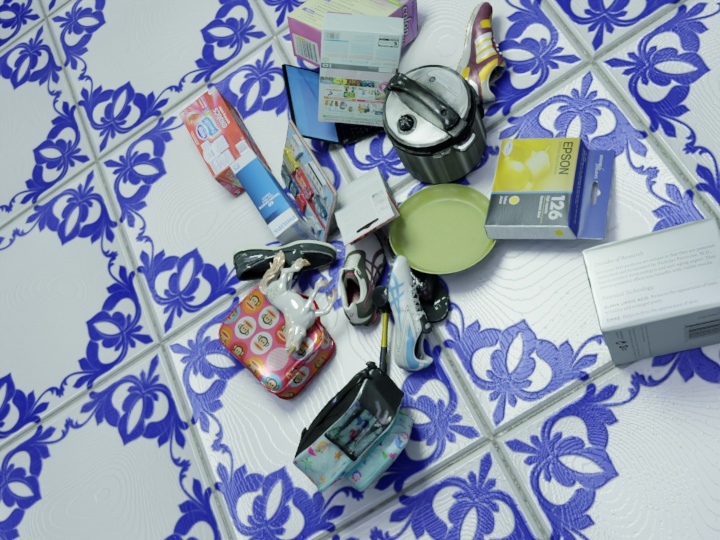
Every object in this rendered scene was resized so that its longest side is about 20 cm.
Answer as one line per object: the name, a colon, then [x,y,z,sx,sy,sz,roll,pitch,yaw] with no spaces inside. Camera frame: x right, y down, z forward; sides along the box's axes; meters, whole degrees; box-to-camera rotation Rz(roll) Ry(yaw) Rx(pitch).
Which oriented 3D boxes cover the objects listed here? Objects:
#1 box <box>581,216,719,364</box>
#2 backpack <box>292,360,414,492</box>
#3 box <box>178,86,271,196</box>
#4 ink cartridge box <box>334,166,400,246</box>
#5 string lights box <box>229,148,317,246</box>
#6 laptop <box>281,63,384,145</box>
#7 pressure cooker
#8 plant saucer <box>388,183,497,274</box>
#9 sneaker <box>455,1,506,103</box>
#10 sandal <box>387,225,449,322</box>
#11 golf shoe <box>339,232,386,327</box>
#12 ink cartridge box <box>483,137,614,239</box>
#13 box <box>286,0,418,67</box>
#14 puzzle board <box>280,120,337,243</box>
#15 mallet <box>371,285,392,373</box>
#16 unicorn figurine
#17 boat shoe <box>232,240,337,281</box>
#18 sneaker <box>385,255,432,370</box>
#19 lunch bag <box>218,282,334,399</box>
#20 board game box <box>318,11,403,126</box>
box: [0.453,0.038,1.264,0.198,0.199,0.132,-15,65,17]
backpack: [-0.013,0.271,1.380,0.200,0.178,0.151,-42,89,10]
box: [-0.281,-0.267,1.739,0.099,0.095,0.201,-35,61,6]
ink cartridge box: [0.012,-0.105,1.532,0.108,0.051,0.201,-31,32,9]
string lights box: [-0.169,-0.132,1.638,0.059,0.103,0.201,-36,61,3]
laptop: [-0.036,-0.352,1.667,0.198,0.103,0.179,-19,65,15]
pressure cooker: [0.132,-0.265,1.507,0.174,0.200,0.181,-4,70,18]
plant saucer: [0.150,-0.069,1.501,0.197,0.031,0.202,-7,54,9]
sneaker: [0.241,-0.412,1.601,0.089,0.075,0.203,12,82,17]
sandal: [0.095,0.006,1.509,0.075,0.048,0.202,-29,63,9]
golf shoe: [0.000,0.000,1.529,0.076,0.088,0.203,-11,66,20]
ink cartridge box: [0.326,-0.144,1.450,0.198,0.047,0.199,0,55,25]
box: [-0.013,-0.487,1.672,0.175,0.097,0.200,30,59,28]
puzzle board: [-0.104,-0.165,1.607,0.017,0.151,0.201,-18,59,-24]
mallet: [0.047,0.130,1.494,0.041,0.066,0.203,-2,85,27]
unicorn figurine: [-0.112,0.062,1.487,0.138,0.074,0.200,-47,47,0]
boat shoe: [-0.140,-0.010,1.570,0.196,0.075,0.067,1,50,-6]
sneaker: [0.087,0.072,1.447,0.072,0.072,0.203,-5,98,20]
lunch bag: [-0.148,0.116,1.548,0.177,0.082,0.200,-49,60,-1]
board game box: [-0.002,-0.368,1.557,0.145,0.201,0.065,5,45,-2]
